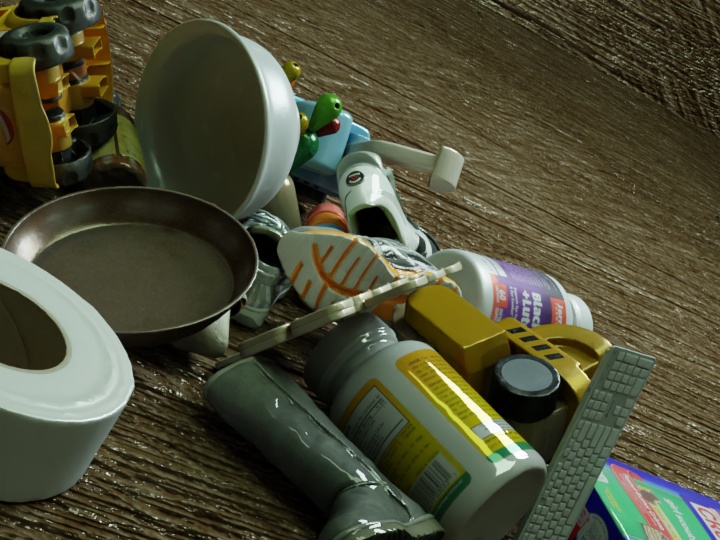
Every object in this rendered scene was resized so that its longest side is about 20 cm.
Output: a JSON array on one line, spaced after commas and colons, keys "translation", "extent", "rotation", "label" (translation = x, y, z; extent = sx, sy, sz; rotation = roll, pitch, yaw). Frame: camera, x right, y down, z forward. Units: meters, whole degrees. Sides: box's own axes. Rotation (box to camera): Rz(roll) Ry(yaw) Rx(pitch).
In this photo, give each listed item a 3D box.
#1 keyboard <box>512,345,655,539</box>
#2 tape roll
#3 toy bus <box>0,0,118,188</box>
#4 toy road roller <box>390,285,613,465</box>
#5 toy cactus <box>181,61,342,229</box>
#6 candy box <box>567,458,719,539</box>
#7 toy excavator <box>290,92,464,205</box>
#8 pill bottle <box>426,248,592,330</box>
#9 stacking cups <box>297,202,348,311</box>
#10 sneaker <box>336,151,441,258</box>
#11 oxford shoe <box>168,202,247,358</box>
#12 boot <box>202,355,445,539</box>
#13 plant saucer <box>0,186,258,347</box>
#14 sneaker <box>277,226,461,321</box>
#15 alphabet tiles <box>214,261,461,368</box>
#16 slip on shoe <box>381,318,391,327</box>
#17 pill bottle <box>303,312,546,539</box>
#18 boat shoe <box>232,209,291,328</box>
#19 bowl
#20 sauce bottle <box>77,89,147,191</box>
[{"translation": [0.183, 0.156, 1.276], "extent": [0.056, 0.200, 0.011], "rotation": [18, 12, -33], "label": "keyboard"}, {"translation": [-0.253, 0.058, 1.010], "extent": [0.202, 0.071, 0.203], "rotation": [30, 21, -12], "label": "tape roll"}, {"translation": [-0.319, -0.160, 1.329], "extent": [0.191, 0.136, 0.200], "rotation": [0, 29, 5], "label": "toy bus"}, {"translation": [0.129, 0.095, 1.349], "extent": [0.146, 0.123, 0.200], "rotation": [-22, 42, -34], "label": "toy road roller"}, {"translation": [-0.104, -0.117, 1.572], "extent": [0.102, 0.200, 0.165], "rotation": [-85, 157, -73], "label": "toy cactus"}, {"translation": [0.267, 0.255, 1.355], "extent": [0.200, 0.077, 0.169], "rotation": [25, 21, -27], "label": "candy box"}, {"translation": [-0.014, -0.125, 1.630], "extent": [0.194, 0.100, 0.200], "rotation": [22, -10, -23], "label": "toy excavator"}, {"translation": [0.149, 0.049, 1.598], "extent": [0.200, 0.112, 0.111], "rotation": [13, 28, -44], "label": "pill bottle"}, {"translation": [-0.034, -0.016, 1.559], "extent": [0.060, 0.061, 0.200], "rotation": [30, 14, -10], "label": "stacking cups"}, {"translation": [0.030, -0.022, 1.588], "extent": [0.200, 0.074, 0.089], "rotation": [54, 22, -38], "label": "sneaker"}, {"translation": [-0.134, 0.012, 1.317], "extent": [0.075, 0.070, 0.200], "rotation": [32, 30, -14], "label": "oxford shoe"}, {"translation": [-0.042, 0.143, 1.142], "extent": [0.200, 0.073, 0.182], "rotation": [48, 10, 19], "label": "boot"}, {"translation": [-0.180, 0.000, 1.210], "extent": [0.200, 0.035, 0.200], "rotation": [4, 36, -3], "label": "plant saucer"}, {"translation": [0.000, 0.000, 1.418], "extent": [0.200, 0.078, 0.077], "rotation": [22, 22, -39], "label": "sneaker"}, {"translation": [-0.019, 0.034, 1.276], "extent": [0.200, 0.195, 0.015], "rotation": [-18, 86, -65], "label": "alphabet tiles"}, {"translation": [0.045, 0.057, 1.505], "extent": [0.074, 0.061, 0.200], "rotation": [-26, 43, -31], "label": "slip on shoe"}, {"translation": [0.046, 0.129, 1.250], "extent": [0.200, 0.113, 0.113], "rotation": [44, 22, 27], "label": "pill bottle"}, {"translation": [-0.090, -0.013, 1.435], "extent": [0.074, 0.065, 0.202], "rotation": [32, 20, -4], "label": "boat shoe"}, {"translation": [-0.120, -0.133, 1.451], "extent": [0.090, 0.201, 0.201], "rotation": [-2, 39, -43], "label": "bowl"}, {"translation": [-0.237, -0.117, 1.450], "extent": [0.066, 0.066, 0.200], "rotation": [25, 22, -23], "label": "sauce bottle"}]
